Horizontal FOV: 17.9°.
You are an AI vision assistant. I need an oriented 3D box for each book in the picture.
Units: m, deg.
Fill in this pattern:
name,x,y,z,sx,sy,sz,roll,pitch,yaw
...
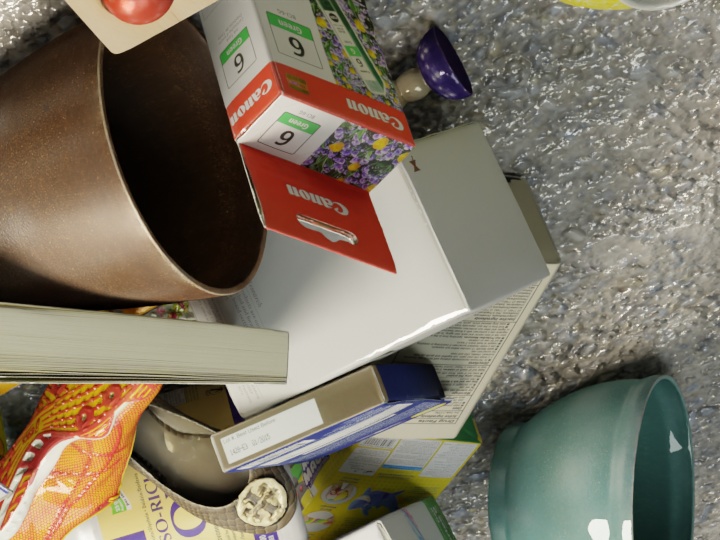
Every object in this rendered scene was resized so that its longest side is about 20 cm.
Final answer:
name,x,y,z,sx,sy,sz,roll,pitch,yaw
book,-0.157,0.047,1.403,0.199,0.048,0.134,3,177,-16

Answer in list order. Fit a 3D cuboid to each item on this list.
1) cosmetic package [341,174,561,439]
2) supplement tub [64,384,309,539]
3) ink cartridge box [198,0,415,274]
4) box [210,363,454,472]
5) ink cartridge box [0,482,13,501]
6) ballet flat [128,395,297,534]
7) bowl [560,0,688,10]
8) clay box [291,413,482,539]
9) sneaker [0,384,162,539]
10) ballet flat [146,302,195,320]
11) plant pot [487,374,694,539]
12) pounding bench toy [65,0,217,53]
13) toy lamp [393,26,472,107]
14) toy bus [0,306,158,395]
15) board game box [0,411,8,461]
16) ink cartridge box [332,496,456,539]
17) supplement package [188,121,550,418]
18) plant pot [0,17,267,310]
name,x,y,z,sx,sy,sz,roll,pitch,yaw
cosmetic package,0.052,0.027,1.647,0.103,0.088,0.200,3,137,-27
supplement tub,-0.150,0.167,1.690,0.199,0.146,0.146,-16,143,-3
ink cartridge box,-0.027,-0.100,1.362,0.109,0.201,0.050,19,130,-39
box,-0.015,0.100,1.570,0.121,0.033,0.200,-24,170,13
ink cartridge box,-0.347,0.114,1.524,0.197,0.047,0.200,39,135,-16
ballet flat,-0.130,0.123,1.589,0.200,0.046,0.068,35,90,-10
bowl,0.170,-0.222,1.371,0.199,0.108,0.201,-11,142,-9
clay box,-0.002,0.177,1.846,0.114,0.048,0.200,8,137,-32
sneaker,-0.185,0.119,1.542,0.077,0.073,0.200,18,126,-35
ballet flat,-0.123,0.046,1.619,0.199,0.064,0.076,-2,141,-20
plant pot,0.181,0.183,1.834,0.133,0.201,0.201,0,148,21
pounding bench toy,-0.136,-0.236,1.185,0.124,0.156,0.200,-27,142,11
toy lamp,-0.024,-0.088,1.498,0.199,0.058,0.058,-30,141,14
toy bus,-0.217,0.033,1.534,0.199,0.065,0.078,-28,-177,13
board game box,-0.297,0.171,1.670,0.047,0.102,0.200,-1,139,-20
ink cartridge box,-0.007,0.247,1.750,0.145,0.088,0.200,-28,175,12
supplement package,0.000,0.000,1.503,0.200,0.118,0.117,-27,176,34
plant pot,-0.189,-0.048,1.401,0.199,0.188,0.187,-18,145,24
